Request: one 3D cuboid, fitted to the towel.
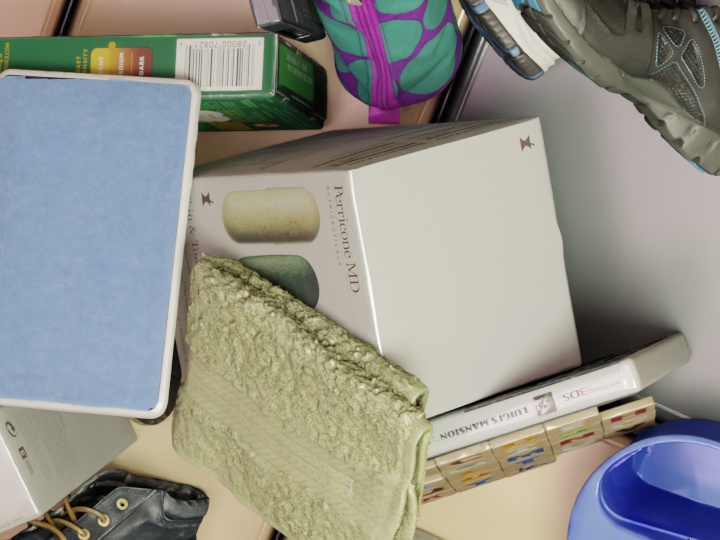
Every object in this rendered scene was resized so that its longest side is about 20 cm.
[{"bbox_3d":[-0.036,0.088,1.524,0.200,0.036,0.149,35,131,36],"label":"towel"}]

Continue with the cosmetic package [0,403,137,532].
[{"bbox_3d":[-0.223,0.116,1.687,0.101,0.200,0.072,-24,94,16],"label":"cosmetic package"}]

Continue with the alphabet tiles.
[{"bbox_3d":[0.083,0.115,1.633,0.199,0.167,0.008,-18,78,3],"label":"alphabet tiles"}]

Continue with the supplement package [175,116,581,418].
[{"bbox_3d":[0.000,0.000,1.596,0.200,0.150,0.153,-1,103,51],"label":"supplement package"}]

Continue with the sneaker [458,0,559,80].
[{"bbox_3d":[0.069,-0.214,1.636,0.077,0.076,0.200,-37,93,-1],"label":"sneaker"}]

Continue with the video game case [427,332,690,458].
[{"bbox_3d":[0.096,0.080,1.608,0.181,0.200,0.023,-19,88,15],"label":"video game case"}]

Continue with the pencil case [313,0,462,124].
[{"bbox_3d":[0.007,-0.166,1.582,0.085,0.200,0.093,2,71,12],"label":"pencil case"}]

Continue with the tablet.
[{"bbox_3d":[-0.164,-0.017,1.590,0.129,0.014,0.201,4,84,14],"label":"tablet"}]

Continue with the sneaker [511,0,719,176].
[{"bbox_3d":[0.166,-0.138,1.590,0.200,0.073,0.082,33,100,-37],"label":"sneaker"}]

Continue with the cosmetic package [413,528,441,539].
[{"bbox_3d":[0.034,0.291,1.677,0.166,0.167,0.201,24,105,7],"label":"cosmetic package"}]

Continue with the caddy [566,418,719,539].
[{"bbox_3d":[0.226,0.173,1.643,0.199,0.105,0.142,16,102,10],"label":"caddy"}]

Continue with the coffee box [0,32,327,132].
[{"bbox_3d":[-0.131,-0.115,1.664,0.199,0.123,0.044,-1,83,15],"label":"coffee box"}]

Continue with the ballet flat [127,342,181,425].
[{"bbox_3d":[-0.170,0.006,1.742,0.066,0.057,0.201,-26,96,-27],"label":"ballet flat"}]

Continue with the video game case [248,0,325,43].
[{"bbox_3d":[-0.057,-0.208,1.584,0.019,0.200,0.144,-15,91,8],"label":"video game case"}]

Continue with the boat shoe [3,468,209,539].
[{"bbox_3d":[-0.185,0.171,1.709,0.071,0.200,0.091,24,101,44],"label":"boat shoe"}]
